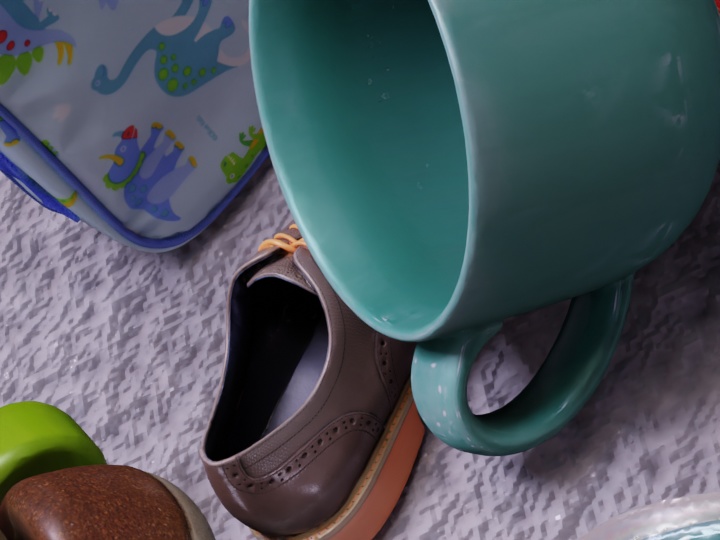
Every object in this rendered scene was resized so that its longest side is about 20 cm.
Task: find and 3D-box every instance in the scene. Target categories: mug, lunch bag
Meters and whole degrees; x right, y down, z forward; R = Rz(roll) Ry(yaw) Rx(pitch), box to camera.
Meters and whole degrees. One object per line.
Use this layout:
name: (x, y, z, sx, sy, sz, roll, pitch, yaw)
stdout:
mug: (0.046, -0.053, 0.918, 0.114, 0.185, 0.152, -16, 49, -24)
lunch bag: (-0.099, -0.110, 1.036, 0.082, 0.200, 0.161, 26, 77, 43)

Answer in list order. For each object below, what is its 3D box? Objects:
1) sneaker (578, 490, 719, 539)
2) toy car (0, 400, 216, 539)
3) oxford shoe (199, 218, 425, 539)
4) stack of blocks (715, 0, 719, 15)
sneaker: (0.068, 0.132, 0.848, 0.200, 0.071, 0.080, -26, 49, 27)
toy car: (-0.152, 0.124, 0.888, 0.164, 0.200, 0.158, 41, 109, 47)
oxford shoe: (0.000, 0.000, 0.979, 0.071, 0.073, 0.200, -1, 59, 35)
stack of blocks: (0.141, -0.111, 0.972, 0.115, 0.059, 0.200, -42, 46, 2)
